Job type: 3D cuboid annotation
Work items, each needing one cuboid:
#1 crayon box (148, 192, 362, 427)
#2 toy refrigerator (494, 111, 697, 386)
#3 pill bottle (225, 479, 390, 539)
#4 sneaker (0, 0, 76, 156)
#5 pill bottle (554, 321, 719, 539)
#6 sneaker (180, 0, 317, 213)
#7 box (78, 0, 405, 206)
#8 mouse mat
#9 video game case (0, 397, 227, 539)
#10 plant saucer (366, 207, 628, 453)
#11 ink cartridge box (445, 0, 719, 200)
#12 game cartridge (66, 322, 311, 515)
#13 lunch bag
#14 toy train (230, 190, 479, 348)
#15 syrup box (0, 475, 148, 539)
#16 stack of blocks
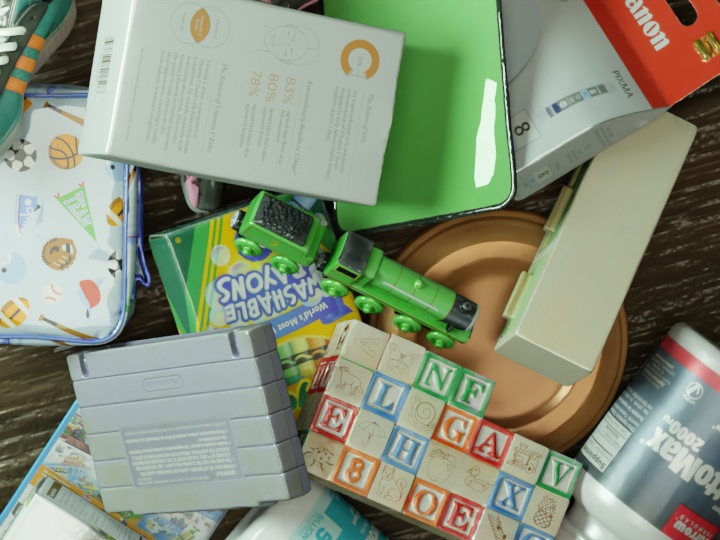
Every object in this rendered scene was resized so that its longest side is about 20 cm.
[{"bbox_3d":[-0.063,0.049,1.715,0.125,0.052,0.201,-20,96,-20],"label":"crayon box"},{"bbox_3d":[0.168,-0.024,1.687,0.070,0.076,0.201,25,77,-4],"label":"toy refrigerator"},{"bbox_3d":[-0.007,0.248,1.725,0.200,0.111,0.111,42,94,-5],"label":"pill bottle"},{"bbox_3d":[-0.262,-0.158,1.646,0.071,0.080,0.201,14,53,11],"label":"sneaker"},{"bbox_3d":[0.223,0.151,1.712,0.119,0.120,0.200,35,95,-4],"label":"pill bottle"},{"bbox_3d":[-0.079,-0.136,1.711,0.095,0.079,0.201,12,97,-13],"label":"sneaker"},{"bbox_3d":[-0.084,-0.123,1.626,0.199,0.097,0.125,10,90,-19],"label":"box"},{"bbox_3d":[0.039,-0.132,1.676,0.160,0.008,0.201,-9,79,35],"label":"mouse mat"},{"bbox_3d":[-0.191,0.190,1.765,0.143,0.018,0.200,34,95,-3],"label":"video game case"},{"bbox_3d":[0.103,0.053,1.743,0.199,0.037,0.201,0,95,-1],"label":"plant saucer"},{"bbox_3d":[0.156,-0.168,1.674,0.200,0.047,0.160,-32,61,7],"label":"ink cartridge box"},{"bbox_3d":[-0.125,0.110,1.675,0.199,0.038,0.130,-8,101,43],"label":"game cartridge"},{"bbox_3d":[-0.233,-0.037,1.715,0.159,0.076,0.201,2,95,-3],"label":"lunch bag"},{"bbox_3d":[0.000,0.000,1.673,0.199,0.056,0.042,26,64,-13],"label":"toy train"},{"bbox_3d":[-0.176,0.242,1.720,0.200,0.081,0.079,33,94,-5],"label":"syrup box"},{"bbox_3d":[0.056,0.128,1.685,0.199,0.059,0.116,25,80,-10],"label":"stack of blocks"}]
